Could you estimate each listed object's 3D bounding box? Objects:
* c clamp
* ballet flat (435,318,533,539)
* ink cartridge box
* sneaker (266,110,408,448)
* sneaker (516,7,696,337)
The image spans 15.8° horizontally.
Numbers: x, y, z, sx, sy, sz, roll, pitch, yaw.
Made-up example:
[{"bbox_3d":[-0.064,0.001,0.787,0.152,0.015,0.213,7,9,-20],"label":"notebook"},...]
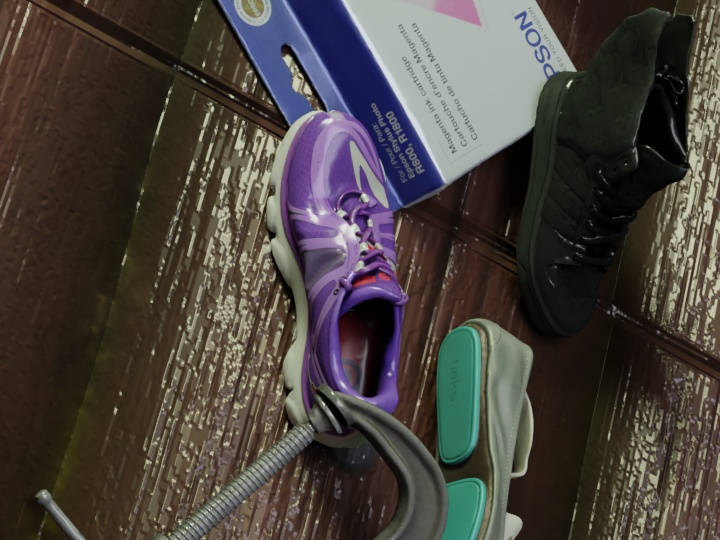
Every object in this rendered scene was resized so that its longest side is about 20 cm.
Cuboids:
[{"bbox_3d":[-0.051,0.137,1.426,0.200,0.027,0.171,-35,105,-15],"label":"c clamp"},{"bbox_3d":[0.072,0.126,1.528,0.064,0.067,0.201,26,61,-34],"label":"ballet flat"},{"bbox_3d":[0.024,-0.150,1.603,0.200,0.043,0.197,-34,96,-39],"label":"ink cartridge box"},{"bbox_3d":[0.000,0.000,1.503,0.080,0.083,0.201,1,73,-26],"label":"sneaker"},{"bbox_3d":[0.155,-0.058,1.593,0.060,0.104,0.201,5,88,-43],"label":"sneaker"}]
